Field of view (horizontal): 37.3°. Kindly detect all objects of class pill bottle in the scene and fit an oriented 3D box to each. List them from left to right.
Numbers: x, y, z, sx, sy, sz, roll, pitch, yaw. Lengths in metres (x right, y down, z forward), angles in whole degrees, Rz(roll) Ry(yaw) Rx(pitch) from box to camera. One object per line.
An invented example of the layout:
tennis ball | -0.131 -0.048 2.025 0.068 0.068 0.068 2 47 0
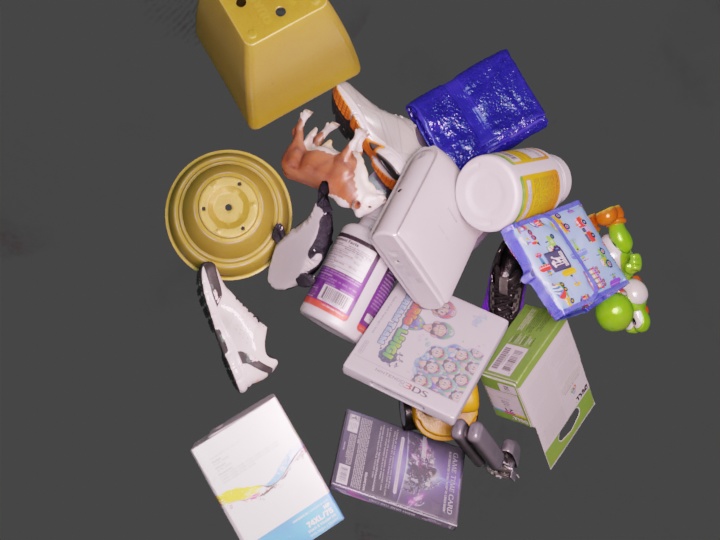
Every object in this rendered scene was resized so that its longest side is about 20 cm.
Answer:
pill bottle | 0.000 0.000 1.619 0.110 0.111 0.202 29 82 -3
pill bottle | 0.239 -0.126 1.617 0.198 0.110 0.113 -15 86 -51

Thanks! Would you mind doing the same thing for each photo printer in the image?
photo printer | 0.107 -0.071 1.590 0.167 0.069 0.202 53 50 -32

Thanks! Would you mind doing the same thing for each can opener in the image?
can opener | 0.192 0.260 1.595 0.053 0.200 0.068 6 62 30

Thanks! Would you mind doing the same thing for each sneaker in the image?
sneaker | -0.189 0.078 1.617 0.079 0.074 0.203 -23 96 -13
sneaker | 0.035 -0.220 1.664 0.091 0.076 0.201 -34 81 -22
sneaker | 0.220 0.037 1.641 0.068 0.100 0.204 9 81 11

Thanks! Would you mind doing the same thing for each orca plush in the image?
orca plush | -0.074 -0.050 1.603 0.105 0.202 0.070 40 38 28

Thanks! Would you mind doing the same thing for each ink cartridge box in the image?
ink cartridge box | -0.138 0.304 1.559 0.145 0.147 0.202 -30 89 -8
ink cartridge box | 0.273 0.180 1.632 0.148 0.075 0.202 -48 131 -28

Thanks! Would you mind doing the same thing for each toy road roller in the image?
toy road roller | 0.122 0.152 1.602 0.120 0.146 0.204 -4 85 -7

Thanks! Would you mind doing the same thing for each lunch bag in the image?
lunch bag | 0.286 -0.006 1.577 0.199 0.094 0.152 -15 71 -51

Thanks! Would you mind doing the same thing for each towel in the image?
towel | 0.187 -0.246 1.686 0.198 0.050 0.149 -31 88 -13

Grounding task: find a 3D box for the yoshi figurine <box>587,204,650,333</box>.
yoshi figurine | 0.392 0.009 1.672 0.110 0.112 0.203 -21 90 2

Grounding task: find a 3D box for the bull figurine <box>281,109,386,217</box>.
bull figurine | -0.038 -0.161 1.611 0.198 0.065 0.123 23 93 32

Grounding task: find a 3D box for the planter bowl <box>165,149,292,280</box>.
planter bowl | -0.200 -0.090 1.619 0.196 0.083 0.205 1 84 -6

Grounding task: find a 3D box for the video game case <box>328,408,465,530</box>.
video game case | 0.059 0.297 1.603 0.197 0.019 0.144 20 42 -6

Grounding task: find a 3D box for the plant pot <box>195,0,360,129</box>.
plant pot | -0.130 -0.370 1.583 0.198 0.177 0.202 -29 74 -8

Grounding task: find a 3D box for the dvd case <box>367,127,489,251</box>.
dvd case | 0.124 -0.119 1.693 0.149 0.016 0.200 -44 91 -9

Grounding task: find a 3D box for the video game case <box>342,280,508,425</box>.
video game case | 0.097 0.111 1.562 0.180 0.024 0.201 23 52 17
